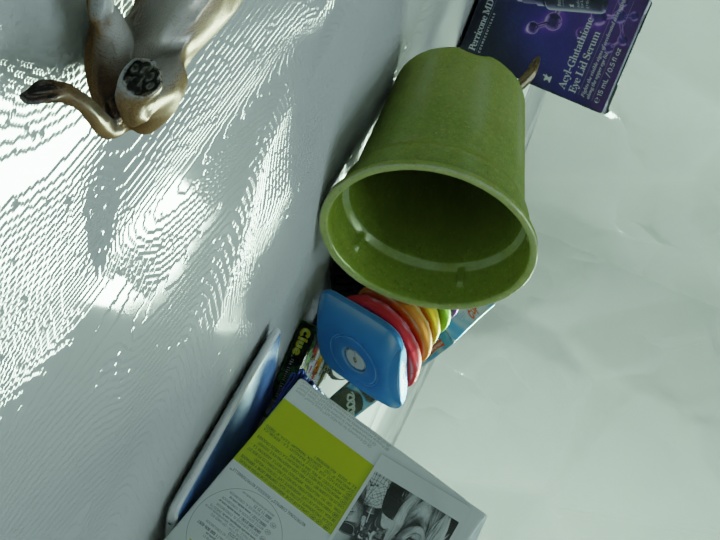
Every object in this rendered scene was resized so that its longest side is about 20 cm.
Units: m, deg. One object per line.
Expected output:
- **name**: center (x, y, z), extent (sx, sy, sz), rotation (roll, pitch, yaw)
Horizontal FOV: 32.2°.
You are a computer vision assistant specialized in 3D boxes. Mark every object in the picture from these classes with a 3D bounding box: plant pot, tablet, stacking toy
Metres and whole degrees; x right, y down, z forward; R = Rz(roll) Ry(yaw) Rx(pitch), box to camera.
- **plant pot**: center (0.077, -0.098, 1.160), extent (0.201, 0.198, 0.186), rotation (102, 2, -55)
- **tablet**: center (-0.120, 0.156, 1.092), extent (0.131, 0.014, 0.201), rotation (102, 12, -53)
- **stacking toy**: center (0.057, 0.032, 1.260), extent (0.200, 0.109, 0.117), rotation (-41, 146, -33)

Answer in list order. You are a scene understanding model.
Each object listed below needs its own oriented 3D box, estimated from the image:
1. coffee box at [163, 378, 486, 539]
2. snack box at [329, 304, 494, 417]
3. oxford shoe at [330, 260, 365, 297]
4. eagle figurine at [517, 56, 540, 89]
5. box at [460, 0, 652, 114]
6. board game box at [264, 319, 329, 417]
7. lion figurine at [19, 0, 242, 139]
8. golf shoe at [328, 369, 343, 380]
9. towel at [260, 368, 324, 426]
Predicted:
- **coffee box**: center (-0.036, 0.257, 1.077), extent (0.198, 0.199, 0.200), rotation (-49, 163, -24)
- **snack box**: center (0.052, 0.095, 1.395), extent (0.200, 0.037, 0.116), rotation (-40, 178, 34)
- **oxford shoe**: center (0.000, 0.000, 1.322), extent (0.085, 0.072, 0.202), rotation (-96, -166, -50)
- **eagle figurine**: center (0.118, -0.168, 1.476), extent (0.150, 0.153, 0.200), rotation (-20, -173, -22)
- **box**: center (0.240, -0.298, 1.538), extent (0.104, 0.198, 0.150), rotation (-35, 147, -75)
- **board game box**: center (-0.059, 0.109, 1.337), extent (0.106, 0.023, 0.200), rotation (-65, 172, -1)
- **lion figurine**: center (-0.070, -0.115, 0.520), extent (0.200, 0.072, 0.123), rotation (-49, 179, -22)
- **golf shoe**: center (0.017, 0.067, 1.470), extent (0.078, 0.094, 0.201), rotation (-59, 170, -48)
- **towel**: center (-0.081, 0.172, 1.229), extent (0.146, 0.024, 0.200), rotation (-59, 172, -8)
